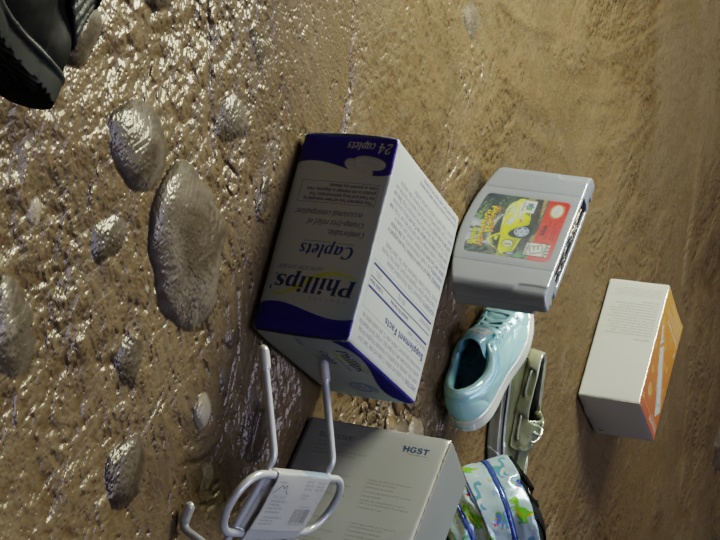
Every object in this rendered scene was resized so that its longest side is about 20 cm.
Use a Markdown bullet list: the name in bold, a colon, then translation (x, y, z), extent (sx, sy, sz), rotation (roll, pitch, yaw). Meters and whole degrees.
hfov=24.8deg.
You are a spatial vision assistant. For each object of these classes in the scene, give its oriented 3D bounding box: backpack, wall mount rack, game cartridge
- **backpack**: translation (0.153, 0.306, 1.891), extent (0.201, 0.152, 0.164), rotation (104, -22, -46)
- **wall mount rack**: translation (-0.074, 0.164, 1.432), extent (0.175, 0.074, 0.200), rotation (-61, 155, 5)
- **game cartridge**: translation (0.181, -0.039, 1.894), extent (0.041, 0.132, 0.201), rotation (69, 36, -43)

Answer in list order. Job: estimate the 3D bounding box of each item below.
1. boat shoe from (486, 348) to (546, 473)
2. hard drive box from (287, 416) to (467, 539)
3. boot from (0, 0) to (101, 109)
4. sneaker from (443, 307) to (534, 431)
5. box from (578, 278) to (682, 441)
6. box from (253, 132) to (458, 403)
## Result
- **boat shoe**: translation (0.200, 0.192, 2.071), extent (0.072, 0.061, 0.202), rotation (-32, 125, -59)
- **hard drive box**: translation (-0.006, 0.250, 1.545), extent (0.201, 0.154, 0.077), rotation (-65, 149, -32)
- **boot**: translation (-0.222, -0.221, 1.058), extent (0.211, 0.079, 0.159), rotation (66, 44, -64)
- **sneaker**: translation (0.153, 0.088, 1.936), extent (0.082, 0.073, 0.201), rotation (69, 36, -49)
- **box**: translation (0.406, 0.133, 2.451), extent (0.125, 0.096, 0.202), rotation (59, 45, -53)
- **box**: translation (0.000, 0.000, 1.555), extent (0.184, 0.104, 0.202), rotation (46, 55, -59)
